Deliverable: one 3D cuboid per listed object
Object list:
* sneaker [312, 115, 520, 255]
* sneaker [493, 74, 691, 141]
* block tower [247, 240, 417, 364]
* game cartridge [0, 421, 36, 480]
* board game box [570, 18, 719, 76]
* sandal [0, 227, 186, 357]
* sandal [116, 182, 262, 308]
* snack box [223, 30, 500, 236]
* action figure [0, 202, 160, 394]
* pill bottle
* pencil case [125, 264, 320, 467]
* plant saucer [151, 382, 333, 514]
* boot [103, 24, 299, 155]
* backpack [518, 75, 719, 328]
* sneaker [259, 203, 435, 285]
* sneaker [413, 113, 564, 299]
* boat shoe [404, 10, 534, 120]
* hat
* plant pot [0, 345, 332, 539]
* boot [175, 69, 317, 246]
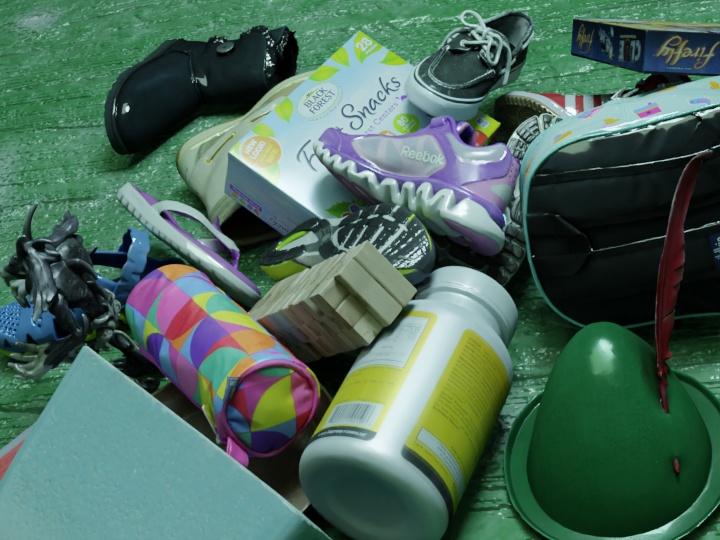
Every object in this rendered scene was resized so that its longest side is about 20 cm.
[{"bbox_3d":[0.050,-0.085,1.019,0.199,0.080,0.089,24,83,38],"label":"sneaker"},{"bbox_3d":[0.225,-0.143,1.158,0.199,0.072,0.112,22,51,40],"label":"sneaker"},{"bbox_3d":[-0.034,0.032,0.975,0.054,0.058,0.200,-49,10,-25],"label":"block tower"},{"bbox_3d":[-0.243,0.177,0.955,0.199,0.041,0.133,-39,42,-4],"label":"game cartridge"},{"bbox_3d":[0.270,-0.189,1.068,0.134,0.035,0.200,1,14,-7],"label":"board game box"},{"bbox_3d":[-0.247,0.017,1.143,0.198,0.088,0.080,-20,40,0],"label":"sandal"},{"bbox_3d":[-0.152,-0.036,1.147,0.202,0.082,0.050,36,85,33],"label":"sandal"},{"bbox_3d":[0.002,-0.102,1.148,0.168,0.068,0.200,36,57,14],"label":"snack box"},{"bbox_3d":[-0.239,0.037,1.022,0.101,0.201,0.120,-18,41,15],"label":"action figure"},{"bbox_3d":[0.044,0.093,0.914,0.111,0.113,0.201,7,45,28],"label":"pill bottle"},{"bbox_3d":[-0.110,0.066,0.963,0.088,0.089,0.200,-31,34,-16],"label":"pencil case"},{"bbox_3d":[-0.107,0.151,0.968,0.198,0.035,0.201,-12,40,10],"label":"plant saucer"},{"bbox_3d":[-0.167,-0.201,1.375,0.167,0.077,0.201,-2,35,25],"label":"boot"},{"bbox_3d":[0.218,-0.050,0.970,0.198,0.177,0.154,-15,22,3],"label":"backpack"},{"bbox_3d":[0.000,0.000,1.022,0.074,0.081,0.199,-47,24,-24],"label":"sneaker"},{"bbox_3d":[0.121,-0.033,1.074,0.078,0.090,0.200,39,80,17],"label":"sneaker"},{"bbox_3d":[0.108,-0.194,1.159,0.073,0.068,0.199,38,36,18],"label":"boat shoe"},{"bbox_3d":[0.164,0.059,0.854,0.164,0.177,0.201,-5,40,16],"label":"hat"},{"bbox_3d":[-0.129,0.206,0.776,0.195,0.197,0.201,32,77,31],"label":"plant pot"},{"bbox_3d":[-0.073,-0.109,1.235,0.199,0.072,0.155,-29,39,-4],"label":"boot"}]
